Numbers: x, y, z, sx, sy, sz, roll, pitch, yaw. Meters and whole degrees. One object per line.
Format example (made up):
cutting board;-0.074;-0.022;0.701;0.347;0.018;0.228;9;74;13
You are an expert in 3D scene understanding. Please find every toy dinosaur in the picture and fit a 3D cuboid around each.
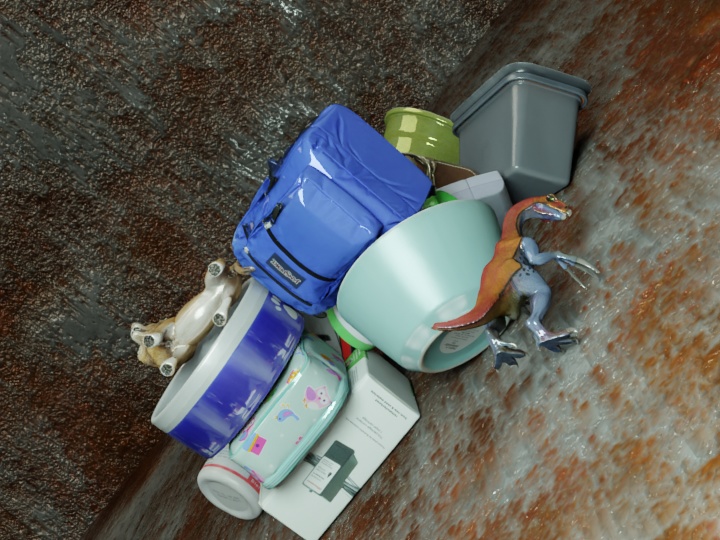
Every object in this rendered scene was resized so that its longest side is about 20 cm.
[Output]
toy dinosaur;0.150;-0.007;0.964;0.104;0.199;0.183;-28;51;30

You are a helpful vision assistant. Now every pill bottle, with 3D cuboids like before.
pill bottle;-0.151;0.262;1.573;0.109;0.108;0.201;-41;14;53

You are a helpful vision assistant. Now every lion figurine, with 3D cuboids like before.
lion figurine;-0.181;0.047;1.174;0.199;0.073;0.123;-37;5;12

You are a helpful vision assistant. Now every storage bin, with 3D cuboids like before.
storage bin;0.206;-0.152;1.347;0.200;0.144;0.136;147;133;-64

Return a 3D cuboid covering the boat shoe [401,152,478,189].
boat shoe;0.061;-0.106;1.277;0.072;0.198;0.077;137;127;-63

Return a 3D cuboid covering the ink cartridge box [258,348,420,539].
ink cartridge box;-0.027;0.201;1.238;0.200;0.083;0.147;-51;9;7

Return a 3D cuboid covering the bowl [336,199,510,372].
bowl;0.085;0.031;1.102;0.199;0.105;0.202;-24;-30;-15

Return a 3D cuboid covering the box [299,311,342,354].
box;-0.048;0.029;1.367;0.201;0.059;0.118;73;-158;-47

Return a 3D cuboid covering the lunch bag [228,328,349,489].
lunch bag;-0.087;0.156;1.202;0.161;0.077;0.200;-53;10;4

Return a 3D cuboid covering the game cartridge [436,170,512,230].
game cartridge;0.094;-0.048;1.295;0.198;0.134;0.041;-25;56;7

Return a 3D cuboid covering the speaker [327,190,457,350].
speaker;0.049;0.002;1.219;0.200;0.088;0.089;-48;9;25

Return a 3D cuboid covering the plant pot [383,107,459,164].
plant pot;0.095;-0.133;1.704;0.186;0.199;0.200;-66;11;-12

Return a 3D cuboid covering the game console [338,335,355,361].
game console;0.000;0.000;1.378;0.031;0.179;0.201;-1;29;15

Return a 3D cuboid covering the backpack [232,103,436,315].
backpack;-0.051;-0.051;1.138;0.200;0.162;0.168;-45;3;41

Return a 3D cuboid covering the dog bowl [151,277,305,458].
dog bowl;-0.151;0.111;1.197;0.201;0.079;0.200;-52;9;12
